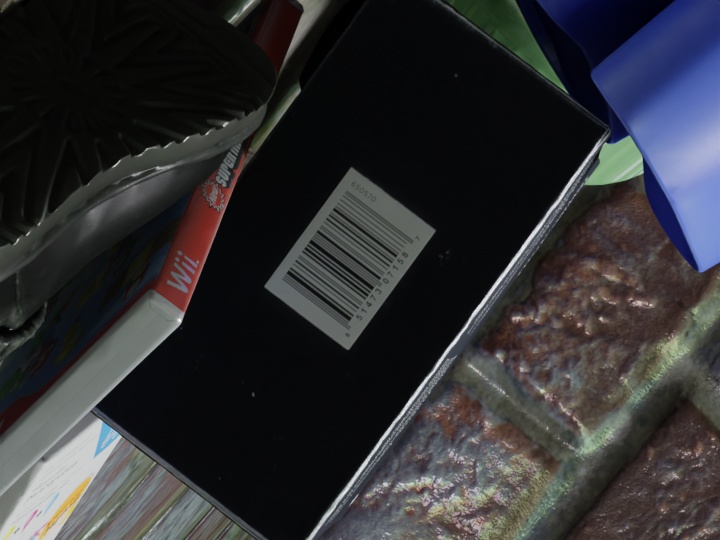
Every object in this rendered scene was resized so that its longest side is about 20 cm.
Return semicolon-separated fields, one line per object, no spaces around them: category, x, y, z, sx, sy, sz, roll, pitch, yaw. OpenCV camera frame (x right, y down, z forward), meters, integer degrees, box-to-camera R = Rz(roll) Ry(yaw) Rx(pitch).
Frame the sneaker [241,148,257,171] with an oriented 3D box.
sneaker;-0.075;-0.029;1.115;0.200;0.072;0.085;108;5;-80

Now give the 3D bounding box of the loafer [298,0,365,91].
loafer;-0.015;-0.042;1.229;0.072;0.073;0.200;23;108;-42

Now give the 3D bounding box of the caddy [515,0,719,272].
caddy;0.133;-0.090;0.920;0.105;0.142;0.200;-33;157;3

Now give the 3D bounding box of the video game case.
video game case;-0.088;-0.010;0.907;0.143;0.017;0.200;-42;-161;35

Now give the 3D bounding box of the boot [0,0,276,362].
boot;-0.125;-0.004;0.807;0.211;0.079;0.158;-34;159;-49

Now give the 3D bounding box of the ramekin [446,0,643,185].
ramekin;0.108;-0.140;1.162;0.200;0.200;0.098;-45;179;-41

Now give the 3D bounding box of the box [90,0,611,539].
box;0.000;0.000;0.950;0.200;0.104;0.182;-54;175;1

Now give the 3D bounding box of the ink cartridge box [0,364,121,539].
ink cartridge box;-0.182;0.113;1.094;0.200;0.068;0.115;-55;172;31
